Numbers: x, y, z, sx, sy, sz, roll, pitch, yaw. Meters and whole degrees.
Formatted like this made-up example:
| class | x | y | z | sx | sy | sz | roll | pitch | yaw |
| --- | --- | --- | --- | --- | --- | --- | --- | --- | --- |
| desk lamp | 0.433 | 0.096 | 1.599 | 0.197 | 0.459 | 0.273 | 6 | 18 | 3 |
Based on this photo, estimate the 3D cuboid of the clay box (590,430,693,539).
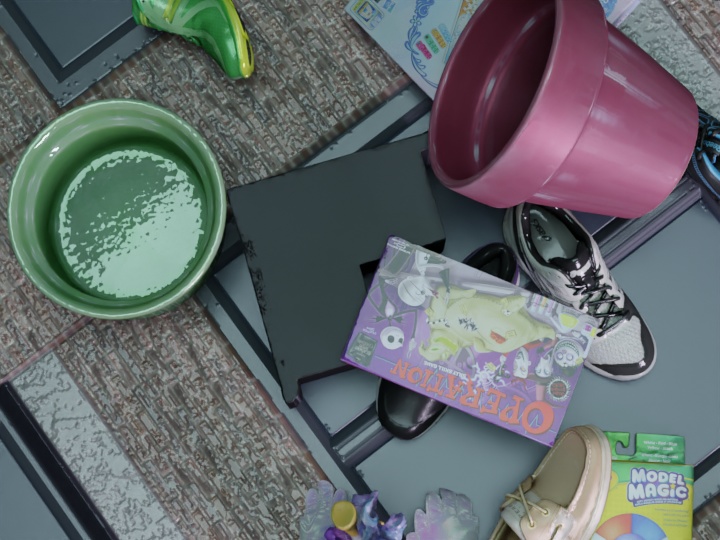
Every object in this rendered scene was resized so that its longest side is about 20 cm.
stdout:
| class | x | y | z | sx | sy | sz | roll | pitch | yaw |
| --- | --- | --- | --- | --- | --- | --- | --- | --- | --- |
| clay box | 0.238 | 0.245 | 1.408 | 0.114 | 0.048 | 0.202 | 2 | 82 | 3 |

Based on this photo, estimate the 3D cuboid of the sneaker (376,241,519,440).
| class | x | y | z | sx | sy | sz | roll | pitch | yaw |
| --- | --- | --- | --- | --- | --- | --- | --- | --- | --- |
| sneaker | 0.075 | 0.058 | 1.424 | 0.075 | 0.088 | 0.201 | 30 | 83 | 6 |

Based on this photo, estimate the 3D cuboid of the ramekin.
| class | x | y | z | sx | sy | sz | roll | pitch | yaw |
| --- | --- | --- | --- | --- | --- | --- | --- | --- | --- |
| ramekin | -0.216 | -0.049 | 1.448 | 0.198 | 0.098 | 0.202 | 0 | 81 | 2 |

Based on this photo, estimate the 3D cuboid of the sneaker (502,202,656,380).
| class | x | y | z | sx | sy | sz | roll | pitch | yaw |
| --- | --- | --- | --- | --- | --- | --- | --- | --- | --- |
| sneaker | 0.197 | 0.015 | 1.427 | 0.075 | 0.088 | 0.200 | -38 | 83 | -5 |

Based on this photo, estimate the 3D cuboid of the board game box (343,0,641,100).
| class | x | y | z | sx | sy | sz | roll | pitch | yaw |
| --- | --- | --- | --- | --- | --- | --- | --- | --- | --- |
| board game box | 0.121 | -0.247 | 1.465 | 0.200 | 0.043 | 0.199 | -46 | 80 | 13 |

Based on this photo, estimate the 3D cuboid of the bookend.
| class | x | y | z | sx | sy | sz | roll | pitch | yaw |
| --- | --- | --- | --- | --- | --- | --- | --- | --- | --- |
| bookend | 0.000 | 0.000 | 1.435 | 0.198 | 0.092 | 0.201 | -17 | 82 | -2 |

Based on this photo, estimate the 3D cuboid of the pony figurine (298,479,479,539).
| class | x | y | z | sx | sy | sz | roll | pitch | yaw |
| --- | --- | --- | --- | --- | --- | --- | --- | --- | --- |
| pony figurine | 0.015 | 0.266 | 1.361 | 0.165 | 0.200 | 0.195 | -1 | 65 | 9 |

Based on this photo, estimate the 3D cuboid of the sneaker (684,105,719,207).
| class | x | y | z | sx | sy | sz | roll | pitch | yaw |
| --- | --- | --- | --- | --- | --- | --- | --- | --- | --- |
| sneaker | 0.306 | -0.124 | 1.446 | 0.199 | 0.082 | 0.074 | 33 | 86 | 8 |

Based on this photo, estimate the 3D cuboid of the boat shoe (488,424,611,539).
| class | x | y | z | sx | sy | sz | roll | pitch | yaw |
| --- | --- | --- | --- | --- | --- | --- | --- | --- | --- |
| boat shoe | 0.152 | 0.224 | 1.371 | 0.069 | 0.074 | 0.201 | 16 | 103 | -32 |

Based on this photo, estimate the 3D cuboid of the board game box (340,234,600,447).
| class | x | y | z | sx | sy | sz | roll | pitch | yaw |
| --- | --- | --- | --- | --- | --- | --- | --- | --- | --- |
| board game box | 0.095 | 0.061 | 1.366 | 0.198 | 0.032 | 0.121 | 21 | 88 | 3 |

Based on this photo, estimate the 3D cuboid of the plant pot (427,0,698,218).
| class | x | y | z | sx | sy | sz | roll | pitch | yaw |
| --- | --- | --- | --- | --- | --- | --- | --- | --- | --- |
| plant pot | 0.183 | -0.135 | 1.356 | 0.178 | 0.200 | 0.202 | 20 | 81 | -24 |

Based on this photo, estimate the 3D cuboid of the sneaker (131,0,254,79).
| class | x | y | z | sx | sy | sz | roll | pitch | yaw |
| --- | --- | --- | --- | --- | --- | --- | --- | --- | --- |
| sneaker | -0.171 | -0.248 | 1.493 | 0.083 | 0.074 | 0.200 | -38 | 72 | -6 |
